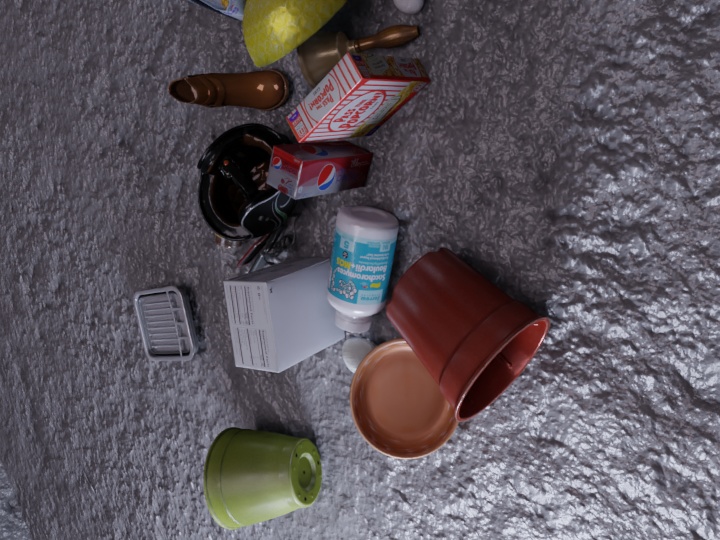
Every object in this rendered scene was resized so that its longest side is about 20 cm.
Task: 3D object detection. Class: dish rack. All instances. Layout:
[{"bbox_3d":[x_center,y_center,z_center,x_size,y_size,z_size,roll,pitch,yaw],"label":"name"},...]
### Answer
[{"bbox_3d":[-0.456,0.124,1.539,0.196,0.043,0.177,-7,98,37],"label":"dish rack"}]

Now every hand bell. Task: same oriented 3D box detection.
[{"bbox_3d":[0.004,-0.368,1.061,0.194,0.104,0.108,-4,100,24],"label":"hand bell"}]

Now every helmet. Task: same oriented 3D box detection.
[{"bbox_3d":[-0.202,-0.155,1.185,0.203,0.197,0.191,58,163,9],"label":"helmet"}]

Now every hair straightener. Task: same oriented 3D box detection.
[{"bbox_3d":[-0.172,-0.041,1.295,0.200,0.041,0.078,-43,76,31],"label":"hair straightener"}]

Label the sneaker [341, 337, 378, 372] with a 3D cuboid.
[{"bbox_3d":[0.049,0.192,1.175,0.199,0.072,0.072,40,93,8],"label":"sneaker"}]

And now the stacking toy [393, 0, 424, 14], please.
[{"bbox_3d":[0.028,-0.479,0.991,0.145,0.146,0.201,-37,94,36],"label":"stacking toy"}]

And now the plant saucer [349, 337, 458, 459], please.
[{"bbox_3d":[0.078,0.217,1.117,0.193,0.037,0.207,0,91,3],"label":"plant saucer"}]

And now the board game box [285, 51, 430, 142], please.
[{"bbox_3d":[-0.001,-0.266,1.003,0.150,0.198,0.047,-36,81,37],"label":"board game box"}]

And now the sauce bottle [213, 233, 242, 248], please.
[{"bbox_3d":[-0.255,-0.149,1.309,0.064,0.064,0.206,26,114,28],"label":"sauce bottle"}]

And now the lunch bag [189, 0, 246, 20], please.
[{"bbox_3d":[-0.226,-0.508,1.130,0.198,0.168,0.130,37,113,23],"label":"lunch bag"}]

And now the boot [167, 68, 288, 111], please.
[{"bbox_3d":[-0.242,-0.330,1.195,0.195,0.153,0.076,5,105,35],"label":"boot"}]

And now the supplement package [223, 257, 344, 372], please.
[{"bbox_3d":[-0.134,0.074,1.187,0.108,0.198,0.161,0,103,36],"label":"supplement package"}]

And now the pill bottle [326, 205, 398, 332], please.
[{"bbox_3d":[0.000,0.000,1.125,0.109,0.110,0.206,21,114,30],"label":"pill bottle"}]

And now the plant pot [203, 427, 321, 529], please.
[{"bbox_3d":[-0.187,0.421,1.337,0.188,0.199,0.207,-11,95,25],"label":"plant pot"}]

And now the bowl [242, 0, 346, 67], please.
[{"bbox_3d":[-0.119,-0.429,1.018,0.196,0.203,0.108,-15,126,38],"label":"bowl"}]

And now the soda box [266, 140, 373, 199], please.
[{"bbox_3d":[-0.063,-0.170,1.072,0.069,0.198,0.065,28,117,26],"label":"soda box"}]

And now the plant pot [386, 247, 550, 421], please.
[{"bbox_3d":[0.152,0.084,0.995,0.195,0.198,0.204,45,124,28],"label":"plant pot"}]
